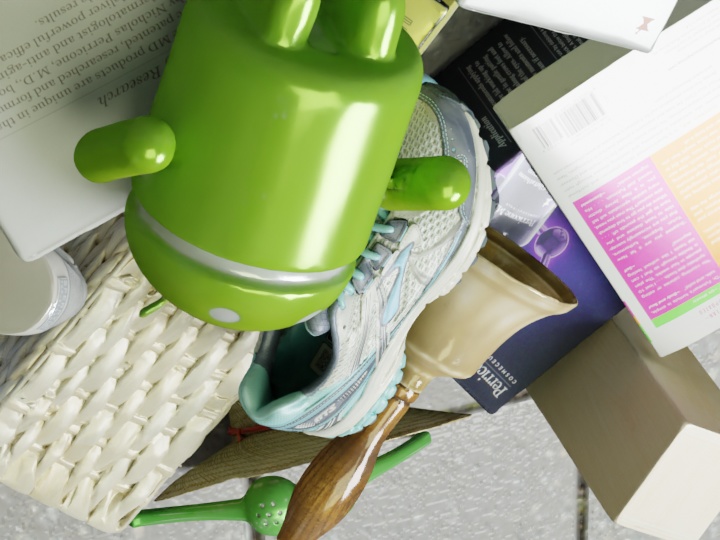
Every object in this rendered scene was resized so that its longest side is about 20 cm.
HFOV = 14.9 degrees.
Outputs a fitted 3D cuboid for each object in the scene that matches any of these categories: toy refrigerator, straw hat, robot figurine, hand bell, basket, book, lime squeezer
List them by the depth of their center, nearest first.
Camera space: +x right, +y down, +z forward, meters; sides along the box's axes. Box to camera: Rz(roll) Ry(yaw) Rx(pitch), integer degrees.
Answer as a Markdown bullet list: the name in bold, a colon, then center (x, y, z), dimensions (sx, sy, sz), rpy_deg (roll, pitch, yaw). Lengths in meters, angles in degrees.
- **robot figurine**: center (-0.042, -0.059, 1.280), dimensions (0.175, 0.116, 0.200), rpy_deg (5, 121, -27)
- **hand bell**: center (0.018, 0.069, 1.465), dimensions (0.104, 0.104, 0.200), rpy_deg (26, 102, -35)
- **book**: center (0.175, -0.053, 1.502), dimensions (0.134, 0.048, 0.200), rpy_deg (-33, 129, 4)
- **basket**: center (-0.136, 0.030, 1.510), dimensions (0.136, 0.123, 0.200), rpy_deg (30, 108, -36)
- **straw hat**: center (-0.035, 0.069, 1.597), dimensions (0.201, 0.201, 0.085), rpy_deg (-15, 88, -13)
- **toy refrigerator**: center (0.153, 0.067, 1.612), dimensions (0.070, 0.200, 0.076), rpy_deg (20, 113, -33)
- **lime squeezer**: center (-0.035, 0.135, 1.654), dimensions (0.200, 0.071, 0.038), rpy_deg (-15, 88, -19)

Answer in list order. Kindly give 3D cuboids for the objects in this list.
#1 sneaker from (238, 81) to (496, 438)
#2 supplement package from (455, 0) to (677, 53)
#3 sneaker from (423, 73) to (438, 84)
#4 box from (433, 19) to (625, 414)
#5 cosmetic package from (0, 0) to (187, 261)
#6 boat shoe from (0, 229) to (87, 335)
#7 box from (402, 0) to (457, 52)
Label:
- **sneaker**: center (0.000, 0.000, 1.383), dimensions (0.086, 0.078, 0.200), rpy_deg (-5, 121, -54)
- **supplement package**: center (0.085, -0.214, 1.380), dimensions (0.117, 0.200, 0.117), rpy_deg (11, 119, -30)
- **sneaker**: center (-0.061, -0.061, 1.456), dimensions (0.200, 0.131, 0.080), rpy_deg (-22, 118, -46)
- **box**: center (0.093, -0.042, 1.571), dimensions (0.200, 0.104, 0.148), rpy_deg (-41, 130, 8)
- **cosmetic package**: center (-0.156, -0.150, 1.346), dimensions (0.165, 0.165, 0.200), rpy_deg (-29, 131, -3)
- **boat shoe**: center (-0.229, -0.027, 1.423), dimensions (0.072, 0.200, 0.069), rpy_deg (-69, 165, 3)
- **box**: center (0.020, -0.137, 1.415), dimensions (0.050, 0.200, 0.075), rpy_deg (37, 109, -1)
